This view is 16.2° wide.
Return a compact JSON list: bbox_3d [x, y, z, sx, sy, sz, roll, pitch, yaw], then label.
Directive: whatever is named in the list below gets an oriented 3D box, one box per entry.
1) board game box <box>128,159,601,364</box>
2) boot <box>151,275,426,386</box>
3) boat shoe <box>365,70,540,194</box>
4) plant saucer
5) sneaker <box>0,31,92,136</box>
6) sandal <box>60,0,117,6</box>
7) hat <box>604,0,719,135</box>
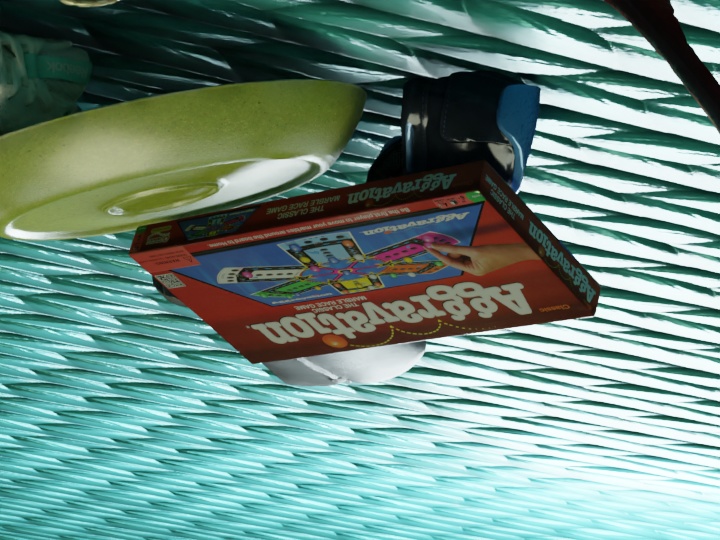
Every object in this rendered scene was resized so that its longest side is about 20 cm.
[{"bbox_3d":[0.000,0.000,1.167,0.199,0.020,0.103,-10,143,36],"label":"board game box"},{"bbox_3d":[-0.007,0.025,1.417,0.164,0.066,0.200,8,164,23],"label":"boot"},{"bbox_3d":[0.035,-0.042,1.179,0.068,0.084,0.200,13,148,-2],"label":"boat shoe"},{"bbox_3d":[-0.092,-0.045,1.144,0.199,0.031,0.200,-11,174,-1],"label":"plant saucer"},{"bbox_3d":[-0.161,-0.086,1.092,0.088,0.076,0.200,-5,172,1],"label":"sneaker"},{"bbox_3d":[-0.095,-0.129,0.886,0.077,0.070,0.212,11,164,-20],"label":"sandal"},{"bbox_3d":[0.017,-0.124,0.661,0.199,0.177,0.166,4,164,6],"label":"hat"}]
